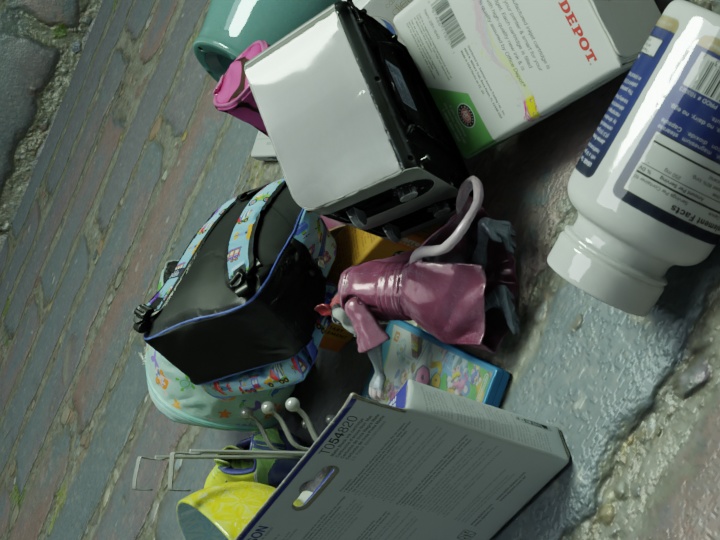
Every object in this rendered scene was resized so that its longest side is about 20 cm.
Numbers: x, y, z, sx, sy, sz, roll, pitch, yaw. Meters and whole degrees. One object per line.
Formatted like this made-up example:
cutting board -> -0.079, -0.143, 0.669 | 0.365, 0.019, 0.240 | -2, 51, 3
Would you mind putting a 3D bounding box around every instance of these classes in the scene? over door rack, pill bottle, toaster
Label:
over door rack -> -0.109, 0.163, 1.076 | 0.148, 0.200, 0.067 | -24, 75, 64
pill bottle -> 0.213, -0.073, 0.773 | 0.200, 0.111, 0.111 | -62, 29, 15
toaster -> 0.004, -0.132, 0.995 | 0.119, 0.181, 0.200 | -27, 74, 18

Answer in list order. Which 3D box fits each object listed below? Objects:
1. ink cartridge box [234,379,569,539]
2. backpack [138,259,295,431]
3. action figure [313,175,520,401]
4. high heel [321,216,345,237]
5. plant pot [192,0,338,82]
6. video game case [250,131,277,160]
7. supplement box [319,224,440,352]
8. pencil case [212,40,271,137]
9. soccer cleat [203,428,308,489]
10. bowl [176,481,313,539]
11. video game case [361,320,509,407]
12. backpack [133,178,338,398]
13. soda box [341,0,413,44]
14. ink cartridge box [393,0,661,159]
ink cartridge box -> 0.024, 0.169, 0.863 | 0.200, 0.200, 0.041 | -52, 33, 30
backpack -> -0.157, 0.095, 1.261 | 0.200, 0.177, 0.151 | -111, 38, -55
action figure -> 0.038, 0.020, 0.983 | 0.200, 0.149, 0.134 | -7, 45, 31
high heel -> -0.111, -0.026, 1.272 | 0.096, 0.200, 0.067 | 41, 141, 55
plant pot -> -0.090, -0.293, 1.316 | 0.188, 0.200, 0.200 | -56, 25, -13
video game case -> -0.075, -0.244, 1.499 | 0.182, 0.024, 0.200 | 9, 80, 62
supplement box -> 0.000, 0.000, 1.160 | 0.200, 0.067, 0.069 | -49, 34, 36
pencil case -> -0.060, -0.151, 1.147 | 0.094, 0.200, 0.091 | -2, 62, 46
soccer cleat -> -0.135, 0.216, 1.244 | 0.200, 0.084, 0.065 | -33, 45, 50
bowl -> -0.071, 0.268, 1.045 | 0.108, 0.200, 0.200 | -34, 15, -26
video game case -> 0.054, 0.132, 1.028 | 0.200, 0.018, 0.143 | 23, 94, 63
backpack -> -0.104, 0.009, 1.122 | 0.183, 0.135, 0.200 | -19, 35, 36
soda box -> 0.033, -0.271, 1.149 | 0.200, 0.068, 0.064 | -41, 29, 19
ink cartridge box -> 0.141, -0.203, 0.946 | 0.200, 0.084, 0.145 | -27, 90, 52
